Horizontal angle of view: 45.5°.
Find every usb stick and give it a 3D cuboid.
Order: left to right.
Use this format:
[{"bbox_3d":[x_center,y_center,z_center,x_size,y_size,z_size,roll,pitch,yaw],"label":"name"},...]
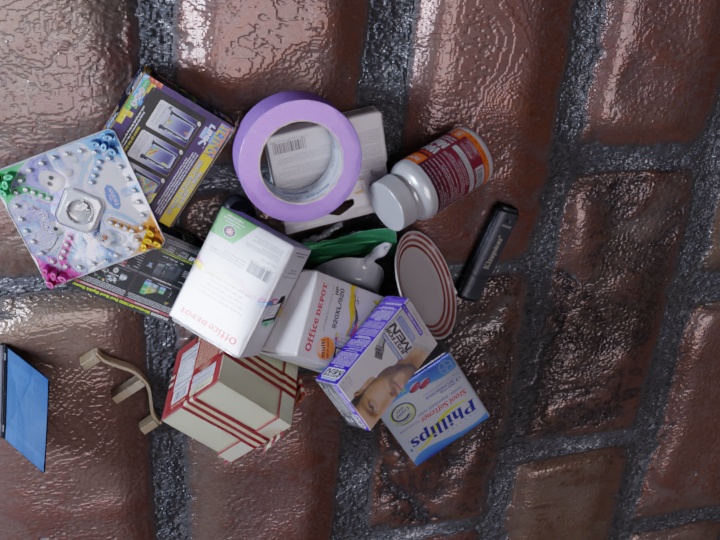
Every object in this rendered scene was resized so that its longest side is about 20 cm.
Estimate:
[{"bbox_3d":[0.241,-0.032,1.632,0.055,0.033,0.201,15,110,-24],"label":"usb stick"}]

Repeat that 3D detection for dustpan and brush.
[{"bbox_3d":[0.000,0.000,1.514,0.139,0.200,0.058,16,70,-24],"label":"dustpan and brush"}]

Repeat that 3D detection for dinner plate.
[{"bbox_3d":[0.112,0.027,1.537,0.024,0.201,0.200,-18,128,34],"label":"dinner plate"}]

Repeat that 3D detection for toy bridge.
[{"bbox_3d":[-0.414,0.211,1.536,0.067,0.027,0.200,-33,121,-2],"label":"toy bridge"}]

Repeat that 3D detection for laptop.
[{"bbox_3d":[-0.623,0.229,1.423,0.199,0.116,0.188,3,114,-20],"label":"laptop"}]

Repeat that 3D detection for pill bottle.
[{"bbox_3d":[0.119,-0.154,1.455,0.200,0.109,0.110,-32,123,-23],"label":"pill bottle"}]

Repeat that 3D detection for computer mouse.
[{"bbox_3d":[-0.199,-0.046,1.482,0.059,0.034,0.201,-31,129,-27],"label":"computer mouse"}]

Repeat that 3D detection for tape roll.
[{"bbox_3d":[-0.101,-0.182,1.374,0.199,0.066,0.201,-7,115,-15],"label":"tape roll"}]

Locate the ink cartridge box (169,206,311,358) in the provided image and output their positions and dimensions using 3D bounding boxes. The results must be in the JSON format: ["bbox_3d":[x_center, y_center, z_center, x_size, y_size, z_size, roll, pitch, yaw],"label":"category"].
[{"bbox_3d":[-0.194,0.020,1.384,0.144,0.084,0.201,28,95,16],"label":"ink cartridge box"}]

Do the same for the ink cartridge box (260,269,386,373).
[{"bbox_3d":[-0.058,0.096,1.466,0.199,0.144,0.148,22,76,-37],"label":"ink cartridge box"}]

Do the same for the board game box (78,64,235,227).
[{"bbox_3d":[-0.320,-0.193,1.349,0.165,0.057,0.200,29,104,-30],"label":"board game box"}]

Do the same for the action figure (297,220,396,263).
[{"bbox_3d":[-0.037,-0.048,1.506,0.199,0.055,0.118,-7,156,0],"label":"action figure"}]

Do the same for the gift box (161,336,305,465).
[{"bbox_3d":[-0.220,0.223,1.491,0.187,0.201,0.184,36,130,-29],"label":"gift box"}]

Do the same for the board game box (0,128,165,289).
[{"bbox_3d":[-0.430,-0.090,1.314,0.199,0.026,0.201,-21,114,-1],"label":"board game box"}]

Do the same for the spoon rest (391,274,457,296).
[{"bbox_3d":[0.083,0.058,1.601,0.199,0.099,0.061,-26,101,-21],"label":"spoon rest"}]

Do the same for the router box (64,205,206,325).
[{"bbox_3d":[-0.366,-0.014,1.419,0.199,0.062,0.150,25,105,-28],"label":"router box"}]

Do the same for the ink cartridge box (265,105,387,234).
[{"bbox_3d":[-0.053,-0.170,1.456,0.199,0.045,0.177,-15,119,-11],"label":"ink cartridge box"}]

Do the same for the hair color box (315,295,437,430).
[{"bbox_3d":[0.030,0.149,1.406,0.200,0.065,0.109,-48,120,-26],"label":"hair color box"}]

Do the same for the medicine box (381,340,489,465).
[{"bbox_3d":[0.125,0.250,1.694,0.182,0.103,0.200,-34,120,0],"label":"medicine box"}]
